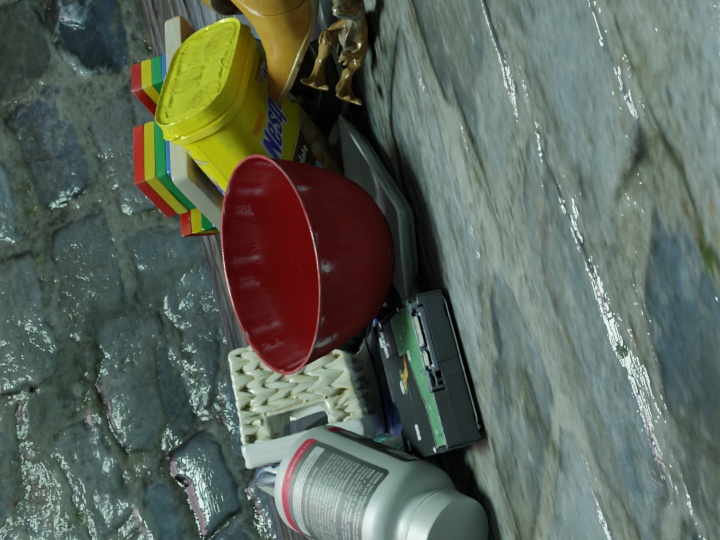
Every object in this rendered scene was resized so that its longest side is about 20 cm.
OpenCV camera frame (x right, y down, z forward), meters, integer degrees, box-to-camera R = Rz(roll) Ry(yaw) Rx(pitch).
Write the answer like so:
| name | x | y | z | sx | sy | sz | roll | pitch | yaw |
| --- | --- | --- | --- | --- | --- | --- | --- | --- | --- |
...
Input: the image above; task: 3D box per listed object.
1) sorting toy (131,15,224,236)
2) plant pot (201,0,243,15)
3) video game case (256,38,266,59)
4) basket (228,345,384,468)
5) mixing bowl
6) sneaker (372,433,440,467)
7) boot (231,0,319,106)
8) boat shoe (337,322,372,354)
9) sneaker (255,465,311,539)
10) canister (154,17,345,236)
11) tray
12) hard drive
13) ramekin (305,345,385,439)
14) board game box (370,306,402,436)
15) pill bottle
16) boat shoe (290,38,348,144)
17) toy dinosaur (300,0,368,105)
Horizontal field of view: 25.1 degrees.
| name | x | y | z | sx | sy | sz | roll | pitch | yaw |
| --- | --- | --- | --- | --- | --- | --- | --- | --- | --- |
| sorting toy | -0.166 | -0.120 | 1.662 | 0.199 | 0.070 | 0.200 | 50 | -152 | -54 |
| plant pot | -0.143 | -0.363 | 1.611 | 0.183 | 0.200 | 0.200 | 56 | 163 | 18 |
| video game case | -0.084 | -0.156 | 1.786 | 0.143 | 0.018 | 0.200 | 1 | -106 | -68 |
| basket | -0.058 | 0.131 | 1.700 | 0.200 | 0.135 | 0.124 | 47 | -152 | -82 |
| mixing bowl | -0.038 | -0.014 | 1.474 | 0.200 | 0.108 | 0.200 | 29 | 124 | 55 |
| sneaker | 0.051 | 0.266 | 1.612 | 0.086 | 0.078 | 0.200 | 10 | 116 | 45 |
| boot | -0.106 | -0.259 | 1.474 | 0.071 | 0.144 | 0.201 | -81 | 8 | -61 |
| boat shoe | 0.000 | 0.000 | 1.631 | 0.093 | 0.075 | 0.200 | -61 | 15 | 24 |
| sneaker | -0.032 | 0.280 | 1.758 | 0.085 | 0.200 | 0.077 | -61 | -7 | -14 |
| canister | -0.101 | -0.125 | 1.572 | 0.200 | 0.086 | 0.149 | 51 | -149 | -34 |
| tray | 0.019 | -0.062 | 1.533 | 0.200 | 0.022 | 0.107 | -118 | 19 | -55 |
| hard drive | 0.059 | 0.100 | 1.482 | 0.200 | 0.038 | 0.140 | 125 | 130 | -77 |
| ramekin | -0.043 | 0.143 | 1.902 | 0.200 | 0.105 | 0.200 | 167 | 90 | -79 |
| board game box | 0.044 | 0.142 | 1.671 | 0.103 | 0.019 | 0.200 | -139 | 37 | -70 |
| pill bottle | 0.021 | 0.220 | 1.498 | 0.200 | 0.111 | 0.111 | 16 | 123 | 47 |
| boat shoe | -0.052 | -0.177 | 1.656 | 0.202 | 0.060 | 0.072 | 106 | 149 | -70 |
| toy dinosaur | -0.011 | -0.210 | 1.467 | 0.200 | 0.060 | 0.106 | -150 | 79 | -82 |
